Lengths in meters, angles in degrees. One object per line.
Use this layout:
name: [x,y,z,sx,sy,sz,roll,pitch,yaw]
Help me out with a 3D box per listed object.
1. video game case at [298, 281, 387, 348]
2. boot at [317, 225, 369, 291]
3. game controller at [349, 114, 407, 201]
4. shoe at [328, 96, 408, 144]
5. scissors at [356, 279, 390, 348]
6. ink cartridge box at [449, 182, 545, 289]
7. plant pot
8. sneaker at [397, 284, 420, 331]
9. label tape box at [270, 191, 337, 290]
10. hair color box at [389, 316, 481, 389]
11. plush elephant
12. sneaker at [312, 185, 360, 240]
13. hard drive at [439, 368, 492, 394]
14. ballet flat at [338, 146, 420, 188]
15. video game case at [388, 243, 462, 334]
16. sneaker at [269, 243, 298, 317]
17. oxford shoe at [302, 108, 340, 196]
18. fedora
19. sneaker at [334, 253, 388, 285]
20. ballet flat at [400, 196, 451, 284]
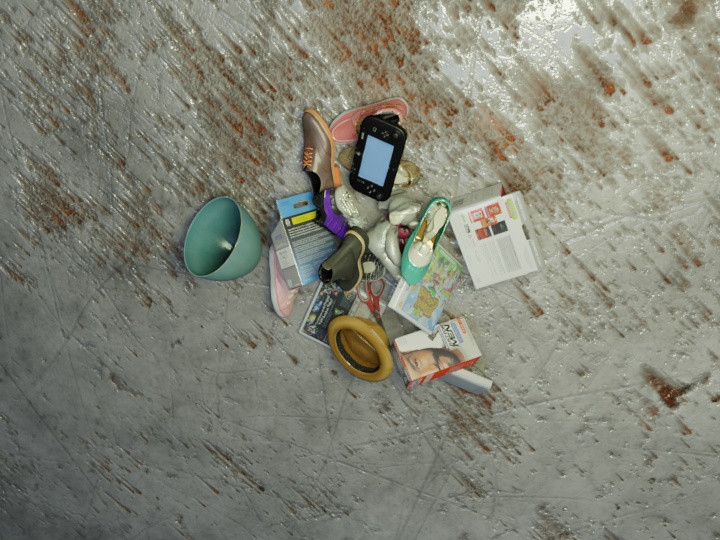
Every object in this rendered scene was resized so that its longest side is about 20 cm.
video game case: [-0.048,0.123,1.874,0.178,0.023,0.203,26,121,-2]
boot: [-0.055,0.006,1.624,0.076,0.138,0.203,30,143,18]
game controller: [0.036,-0.240,1.556,0.102,0.043,0.203,18,134,2]
shoe: [0.010,-0.321,1.584,0.196,0.092,0.073,-17,113,21]
scissors: [0.034,0.109,1.822,0.071,0.014,0.205,-6,108,7]
ink cartridge box: [0.313,-0.083,1.642,0.172,0.084,0.204,-16,113,21]
plant pot: [-0.317,-0.060,1.763,0.197,0.204,0.134,-29,146,25]
sneaker: [0.130,0.094,1.753,0.078,0.131,0.204,-14,114,18]
label tape box: [-0.134,-0.074,1.707,0.063,0.142,0.205,-16,93,46]
hair color box: [0.182,0.197,1.747,0.195,0.113,0.064,-17,157,-19]
plush elephant: [0.087,-0.099,1.644,0.154,0.166,0.200,-39,117,13]
sneaker: [-0.057,-0.119,1.694,0.097,0.071,0.202,-7,140,16]
hard drive: [0.227,0.262,1.835,0.196,0.027,0.132,23,164,1]
ballet flat: [0.041,-0.234,1.638,0.195,0.066,0.072,12,120,7]
video game case: [0.154,0.034,1.655,0.022,0.199,0.185,22,82,37]
sneaker: [-0.169,0.030,1.821,0.102,0.076,0.205,5,115,16]
oxford shoe: [-0.101,-0.263,1.640,0.070,0.072,0.204,10,125,46]
fedora: [0.011,0.183,1.820,0.197,0.082,0.205,19,131,23]
sneaker: [0.000,0.000,1.767,0.196,0.088,0.079,1,88,39]
ballet flat: [0.140,-0.068,1.544,0.066,0.070,0.204,24,83,-4]
